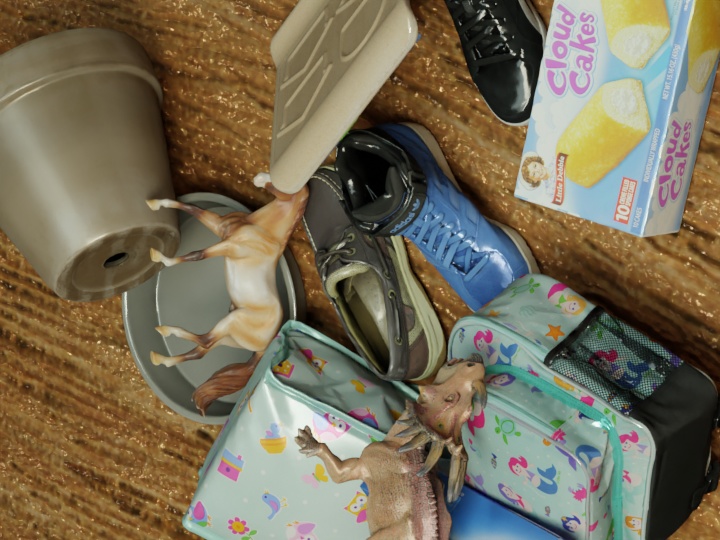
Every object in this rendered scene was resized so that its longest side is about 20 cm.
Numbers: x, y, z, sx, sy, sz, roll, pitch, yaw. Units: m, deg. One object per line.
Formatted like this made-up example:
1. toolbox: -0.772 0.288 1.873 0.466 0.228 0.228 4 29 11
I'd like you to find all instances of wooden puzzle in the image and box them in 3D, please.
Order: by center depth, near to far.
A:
1. wooden puzzle: -0.008 -0.176 1.466 0.186 0.046 0.201 -51 27 30

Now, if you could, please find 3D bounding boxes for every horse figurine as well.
1. horse figurine: -0.107 0.015 1.527 0.050 0.131 0.202 -149 57 -70

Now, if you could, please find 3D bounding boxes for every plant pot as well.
1. plant pot: -0.239 -0.076 1.583 0.200 0.199 0.175 -41 64 32

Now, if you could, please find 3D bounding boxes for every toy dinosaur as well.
1. toy dinosaur: 0.036 0.165 1.292 0.135 0.085 0.202 -5 93 46

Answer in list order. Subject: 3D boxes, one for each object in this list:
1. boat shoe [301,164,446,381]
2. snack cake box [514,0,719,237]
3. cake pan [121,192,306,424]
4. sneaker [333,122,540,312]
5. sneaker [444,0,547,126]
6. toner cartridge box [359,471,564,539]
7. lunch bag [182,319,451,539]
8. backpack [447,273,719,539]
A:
1. boat shoe: 0.000 0.000 1.509 0.073 0.065 0.201 -44 68 33
2. snack cake box: 0.192 -0.137 1.354 0.114 0.067 0.202 19 105 32
3. cake pan: -0.124 0.032 1.620 0.199 0.037 0.203 4 97 36
4. sneaker: 0.053 -0.032 1.439 0.077 0.111 0.201 -44 70 30
5. sneaker: 0.078 -0.206 1.403 0.073 0.111 0.202 -15 86 36
6. toner cartridge box: 0.091 0.203 1.362 0.043 0.095 0.199 -49 37 -15
7. lunch bag: -0.017 0.165 1.503 0.199 0.122 0.171 27 113 -6
8. backpack: 0.147 0.108 1.354 0.200 0.150 0.179 40 150 34
